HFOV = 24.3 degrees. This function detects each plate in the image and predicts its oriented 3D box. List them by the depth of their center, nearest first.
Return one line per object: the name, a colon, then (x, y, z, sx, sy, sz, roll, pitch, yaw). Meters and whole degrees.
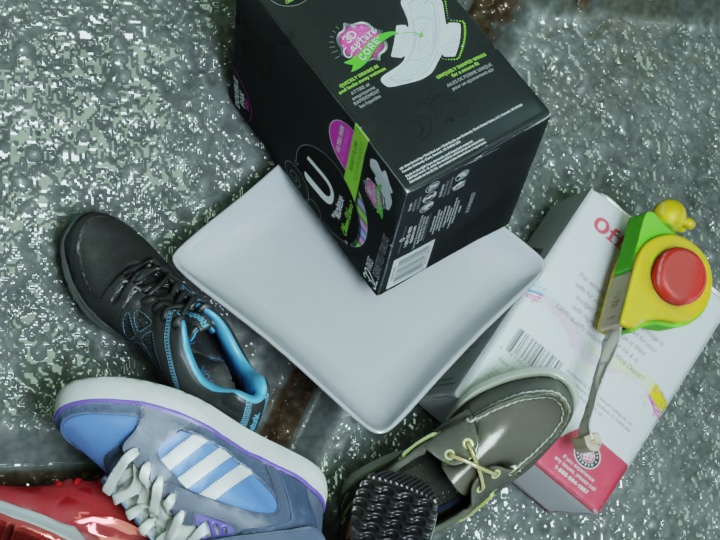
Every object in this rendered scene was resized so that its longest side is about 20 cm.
plate: (0.000, 0.000, 1.201, 0.200, 0.032, 0.200, 39, 59, 14)

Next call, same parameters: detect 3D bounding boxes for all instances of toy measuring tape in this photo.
toy measuring tape: (0.209, 0.044, 1.204, 0.073, 0.074, 0.200, 22, 74, -17)

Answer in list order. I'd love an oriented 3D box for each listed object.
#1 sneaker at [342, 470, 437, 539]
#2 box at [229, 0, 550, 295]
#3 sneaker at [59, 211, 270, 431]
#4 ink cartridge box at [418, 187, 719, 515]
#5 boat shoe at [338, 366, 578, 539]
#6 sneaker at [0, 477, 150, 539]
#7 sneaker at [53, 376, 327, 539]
sneaker: (0.002, 0.229, 1.082, 0.070, 0.090, 0.200, 15, 47, 10)
box: (0.013, -0.116, 1.166, 0.124, 0.149, 0.200, -28, 69, -21)
sneaker: (-0.129, 0.030, 1.145, 0.073, 0.082, 0.200, -34, 79, -35)
ink cartridge box: (0.161, 0.063, 1.265, 0.148, 0.086, 0.200, 40, 70, -11)
boat shoe: (0.067, 0.139, 1.172, 0.202, 0.060, 0.072, -34, 104, 20)
sneaker: (-0.174, 0.160, 1.148, 0.200, 0.078, 0.116, 22, 53, -10)
sneaker: (-0.118, 0.165, 1.070, 0.200, 0.081, 0.147, 25, 49, -13)
